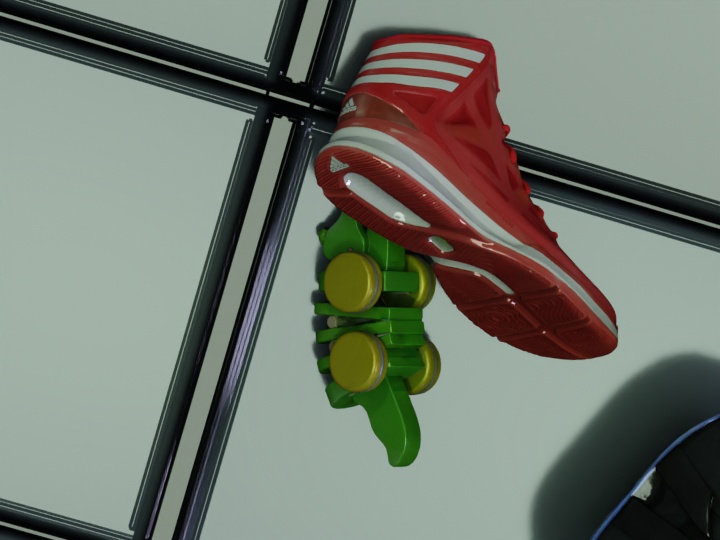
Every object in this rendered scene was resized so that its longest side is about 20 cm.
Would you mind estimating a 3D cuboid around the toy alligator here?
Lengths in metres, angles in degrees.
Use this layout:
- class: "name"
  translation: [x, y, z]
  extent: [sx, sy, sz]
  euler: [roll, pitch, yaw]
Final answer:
- class: "toy alligator"
  translation: [0.000, 0.000, 1.461]
  extent: [0.054, 0.059, 0.201]
  euler: [-8, 84, 35]

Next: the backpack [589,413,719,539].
- class: "backpack"
  translation: [0.211, 0.180, 1.435]
  extent: [0.183, 0.147, 0.200]
  euler: [-46, 74, 1]

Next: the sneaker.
- class: "sneaker"
  translation: [0.071, -0.047, 1.445]
  extent: [0.200, 0.078, 0.116]
  euler: [40, 57, -34]
